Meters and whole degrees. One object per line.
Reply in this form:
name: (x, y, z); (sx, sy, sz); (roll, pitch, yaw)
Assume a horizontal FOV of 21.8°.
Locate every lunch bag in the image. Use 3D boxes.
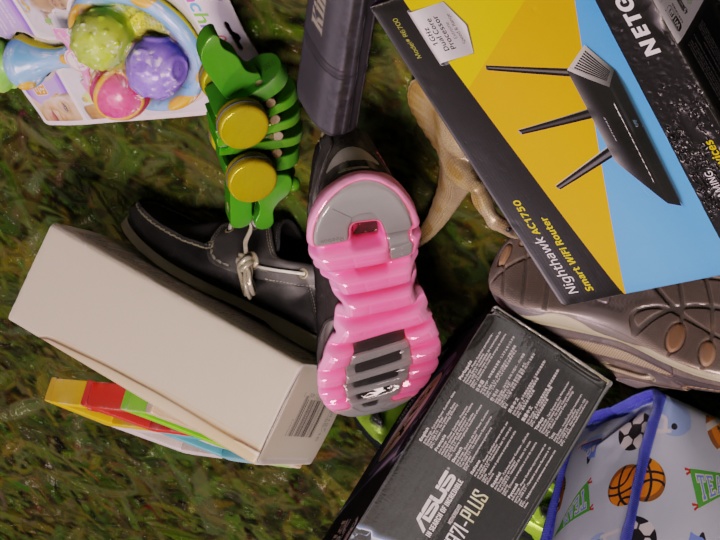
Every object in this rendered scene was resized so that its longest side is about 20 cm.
lunch bag: (0.190, 0.199, 1.105); (0.169, 0.201, 0.124); (22, 155, -17)

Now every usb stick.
usb stick: (-0.009, -0.154, 1.011); (0.032, 0.056, 0.201); (-10, 144, -16)

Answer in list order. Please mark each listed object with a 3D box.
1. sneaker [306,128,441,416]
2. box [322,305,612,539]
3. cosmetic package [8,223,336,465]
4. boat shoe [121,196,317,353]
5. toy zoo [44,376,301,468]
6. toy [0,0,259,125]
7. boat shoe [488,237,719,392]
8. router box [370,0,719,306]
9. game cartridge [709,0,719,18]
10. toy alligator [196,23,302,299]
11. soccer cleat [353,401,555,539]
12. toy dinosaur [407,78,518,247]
sneaker: (0.000, 0.000, 1.122); (0.079, 0.096, 0.201); (-10, 132, -10)
box: (0.050, 0.135, 1.132); (0.086, 0.201, 0.164); (33, 170, -1)
cosmetic package: (-0.114, 0.048, 1.208); (0.199, 0.073, 0.103); (27, -176, 21)
boat shoe: (-0.065, -0.008, 1.222); (0.199, 0.072, 0.068); (26, 106, 20)
toy zoo: (-0.145, 0.110, 1.368); (0.131, 0.021, 0.200); (25, 165, -33)
toy: (-0.156, -0.127, 1.150); (0.199, 0.047, 0.115); (2, 136, 35)
boat shoe: (0.172, 0.030, 1.082); (0.199, 0.075, 0.073); (20, 158, 26)
router box: (0.119, -0.082, 0.928); (0.149, 0.051, 0.200); (-13, 121, 42)
game cartridge: (0.161, -0.163, 0.888); (0.199, 0.041, 0.133); (27, 147, 7)
toy alligator: (-0.059, -0.067, 1.122); (0.054, 0.059, 0.201); (-15, 132, -8)
soccer cleat: (0.075, 0.137, 1.272); (0.199, 0.068, 0.081); (31, 154, 1)
toy dinosaur: (0.064, -0.067, 1.069); (0.101, 0.058, 0.201); (34, 149, 25)
